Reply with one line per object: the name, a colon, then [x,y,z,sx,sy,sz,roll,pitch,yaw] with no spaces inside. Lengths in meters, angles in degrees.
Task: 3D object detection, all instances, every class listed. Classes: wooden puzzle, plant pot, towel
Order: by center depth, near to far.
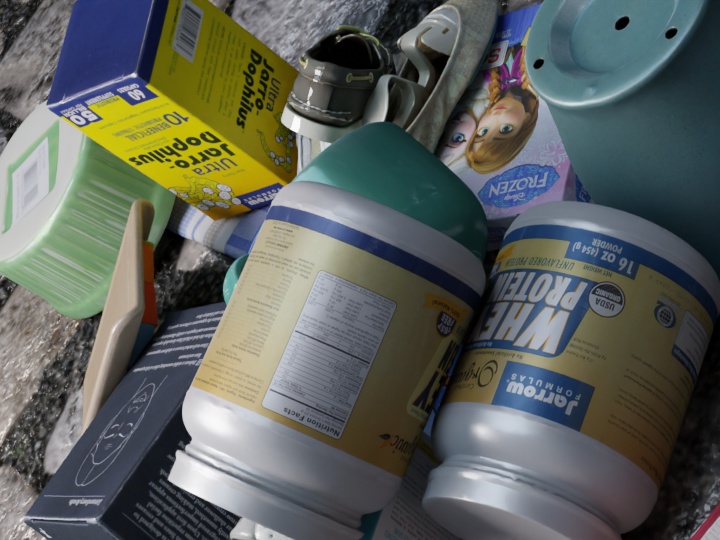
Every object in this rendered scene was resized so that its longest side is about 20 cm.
plant pot: [0.210,-0.111,1.129,0.200,0.188,0.201,-26,44,29]
wooden puzzle: [-0.195,0.064,1.444,0.200,0.037,0.186,-94,21,-60]
towel: [-0.115,-0.090,1.580,0.200,0.024,0.147,24,80,51]

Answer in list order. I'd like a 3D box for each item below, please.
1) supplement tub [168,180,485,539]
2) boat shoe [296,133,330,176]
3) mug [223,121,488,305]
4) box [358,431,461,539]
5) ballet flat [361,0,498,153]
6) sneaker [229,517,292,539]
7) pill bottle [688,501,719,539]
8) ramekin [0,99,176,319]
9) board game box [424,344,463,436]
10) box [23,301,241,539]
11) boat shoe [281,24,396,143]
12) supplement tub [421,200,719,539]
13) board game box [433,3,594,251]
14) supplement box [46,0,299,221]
supplement tub: [-0.022,0.061,1.088,0.144,0.144,0.201,17,81,50]
boat shoe: [-0.028,-0.078,1.443,0.065,0.074,0.203,-25,52,25]
mug: [0.005,0.000,1.244,0.185,0.152,0.114,-45,68,-9]
box: [0.008,0.203,1.132,0.049,0.082,0.201,-6,53,42]
ballet flat: [0.048,-0.146,1.357,0.067,0.062,0.201,1,61,49]
sneaker: [-0.045,0.152,1.203,0.074,0.088,0.201,125,141,-67]
pill bottle: [0.233,0.161,0.951,0.200,0.110,0.110,-51,38,1]
ramekin: [-0.263,-0.066,1.626,0.200,0.098,0.201,-32,44,37]
board game box: [0.054,0.100,1.258,0.200,0.019,0.103,10,70,49]
box: [-0.126,0.132,1.292,0.200,0.107,0.148,-55,21,-23]
boat shoe: [-0.008,-0.156,1.396,0.202,0.072,0.060,-55,-16,-66]
supplement tub: [0.129,0.075,1.098,0.144,0.145,0.201,1,61,46]
board game box: [0.102,-0.107,1.355,0.200,0.041,0.200,-11,53,41]
supplement box: [-0.141,-0.141,1.467,0.109,0.200,0.110,-14,55,38]
